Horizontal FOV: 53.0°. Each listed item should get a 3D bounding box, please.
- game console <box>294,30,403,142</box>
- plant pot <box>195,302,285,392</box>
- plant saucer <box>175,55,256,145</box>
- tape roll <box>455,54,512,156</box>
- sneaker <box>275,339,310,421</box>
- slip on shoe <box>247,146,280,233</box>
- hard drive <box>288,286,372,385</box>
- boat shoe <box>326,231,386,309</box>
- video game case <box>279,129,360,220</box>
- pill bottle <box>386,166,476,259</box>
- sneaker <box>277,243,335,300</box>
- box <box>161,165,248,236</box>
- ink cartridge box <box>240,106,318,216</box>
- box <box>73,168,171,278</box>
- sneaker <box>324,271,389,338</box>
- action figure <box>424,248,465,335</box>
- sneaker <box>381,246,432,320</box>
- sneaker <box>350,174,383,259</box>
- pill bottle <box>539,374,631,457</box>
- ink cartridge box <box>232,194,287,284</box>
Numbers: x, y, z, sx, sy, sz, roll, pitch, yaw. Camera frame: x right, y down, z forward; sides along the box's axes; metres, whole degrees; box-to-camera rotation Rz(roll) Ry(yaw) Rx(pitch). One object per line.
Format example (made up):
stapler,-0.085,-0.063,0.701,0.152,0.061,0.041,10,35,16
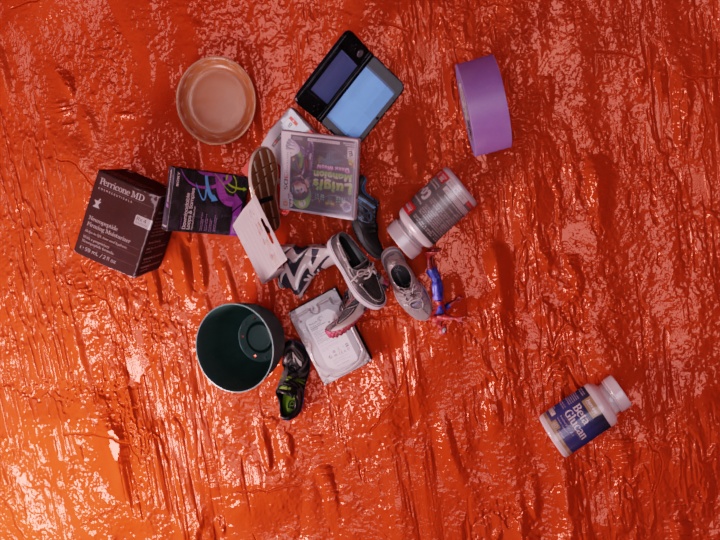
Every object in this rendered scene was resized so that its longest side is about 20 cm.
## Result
game console,-0.024,-0.407,1.648,0.118,0.170,0.201,45,100,25
plant pot,-0.268,0.170,1.719,0.195,0.161,0.207,1,95,15
plant saucer,-0.340,-0.402,1.717,0.194,0.037,0.206,1,99,6
tape roll,0.269,-0.359,1.579,0.083,0.200,0.205,-13,97,8
sneaker,-0.167,0.272,1.770,0.069,0.083,0.206,7,98,10
slip on shoe,-0.229,-0.192,1.706,0.074,0.060,0.205,-16,113,-22
hard drive,-0.073,0.160,1.769,0.137,0.038,0.204,-26,94,8
boat shoe,0.002,-0.002,1.652,0.073,0.068,0.202,-32,93,-30
video game case,-0.096,-0.221,1.666,0.195,0.023,0.187,10,108,20
pill bottle,0.161,-0.129,1.666,0.199,0.114,0.114,-42,92,9
sneaker,-0.116,0.006,1.731,0.193,0.080,0.134,0,100,5
box,-0.361,-0.159,1.690,0.196,0.036,0.147,2,102,-39
ink cartridge box,-0.173,-0.257,1.714,0.162,0.050,0.200,44,97,-1
box,-0.545,-0.115,1.712,0.162,0.164,0.204,22,100,2
sneaker,-0.018,0.080,1.712,0.074,0.081,0.200,42,66,3
action figure,0.207,0.053,1.707,0.096,0.065,0.206,-1,99,23
sneaker,0.107,0.045,1.701,0.074,0.082,0.202,-32,111,8
sneaker,0.014,-0.126,1.702,0.080,0.073,0.204,-25,96,7
pill bottle,0.530,0.337,1.696,0.198,0.111,0.112,-37,93,9
ink cartridge box,-0.217,-0.073,1.649,0.047,0.199,0.163,-25,85,-29
